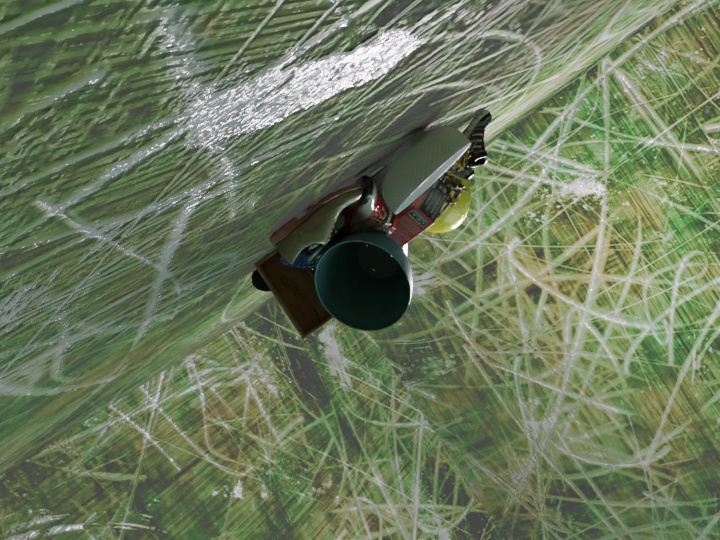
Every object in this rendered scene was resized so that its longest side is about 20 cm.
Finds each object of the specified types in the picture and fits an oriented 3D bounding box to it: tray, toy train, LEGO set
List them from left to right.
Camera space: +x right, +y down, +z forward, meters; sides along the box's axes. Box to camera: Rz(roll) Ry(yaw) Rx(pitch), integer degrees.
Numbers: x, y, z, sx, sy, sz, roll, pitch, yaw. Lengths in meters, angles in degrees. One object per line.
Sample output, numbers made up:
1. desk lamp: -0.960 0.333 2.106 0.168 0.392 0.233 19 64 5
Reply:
1. tray: -0.146 0.043 1.698 0.098 0.201 0.037 -34 179 -14
2. toy train: -0.086 -0.077 1.517 0.114 0.085 0.200 -44 -179 -4
3. LEGO set: 0.212 -0.205 1.711 0.154 0.114 0.202 -101 -147 -62

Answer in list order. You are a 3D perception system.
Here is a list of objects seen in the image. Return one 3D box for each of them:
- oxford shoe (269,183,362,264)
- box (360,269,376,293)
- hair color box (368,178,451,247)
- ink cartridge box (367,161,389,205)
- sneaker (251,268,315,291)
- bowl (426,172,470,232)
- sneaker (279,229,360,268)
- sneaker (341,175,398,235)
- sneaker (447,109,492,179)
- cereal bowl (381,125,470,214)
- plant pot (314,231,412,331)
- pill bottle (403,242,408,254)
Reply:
1. oxford shoe: -0.071 -0.088 1.393 0.199 0.074 0.071 -35 179 -2
2. box: 0.000 0.000 1.708 0.108 0.202 0.128 -3 143 -31
3. hair color box: 0.101 -0.114 1.611 0.200 0.064 0.111 -36 -162 51
4. ink cartridge box: 0.076 -0.194 1.589 0.115 0.068 0.199 -36 179 43
5. sneaker: -0.161 0.018 1.800 0.198 0.061 0.104 -5 175 38
6. bowl: 0.168 -0.190 1.893 0.107 0.202 0.199 -14 164 -48
7. sneaker: -0.085 -0.059 1.648 0.197 0.079 0.070 -9 153 19
8. sneaker: 0.032 -0.127 1.499 0.106 0.068 0.201 12 159 -12
9. sneaker: 0.279 -0.301 1.826 0.201 0.087 0.074 -57 -177 -21
10. cereal bowl: 0.111 -0.203 1.419 0.200 0.083 0.200 -42 176 -3
11. plant pot: 0.021 0.001 1.523 0.199 0.201 0.135 -34 -167 31
12. pill bottle: 0.068 -0.074 1.903 0.112 0.112 0.202 -34 142 -33
